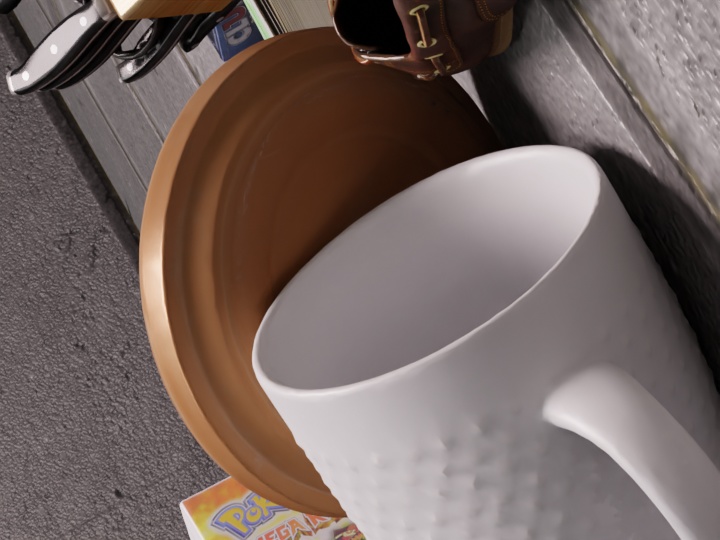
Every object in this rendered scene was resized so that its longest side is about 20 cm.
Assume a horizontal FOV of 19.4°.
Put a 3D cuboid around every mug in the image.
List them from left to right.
[{"bbox_3d":[0.076,0.070,0.771,0.176,0.147,0.200,58,163,-22],"label":"mug"}]

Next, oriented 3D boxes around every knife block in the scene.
[{"bbox_3d":[-0.084,-0.148,0.885,0.064,0.175,0.200,59,171,10],"label":"knife block"}]

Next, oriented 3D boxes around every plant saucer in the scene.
[{"bbox_3d":[0.000,0.000,0.861,0.032,0.200,0.201,-4,117,50],"label":"plant saucer"}]

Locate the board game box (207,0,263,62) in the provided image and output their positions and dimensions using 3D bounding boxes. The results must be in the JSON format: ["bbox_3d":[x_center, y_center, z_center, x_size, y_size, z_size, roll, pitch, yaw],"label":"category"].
[{"bbox_3d":[-0.108,-0.227,1.238,0.136,0.034,0.200,58,170,22],"label":"board game box"}]

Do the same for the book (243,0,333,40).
[{"bbox_3d":[-0.013,-0.094,1.096,0.201,0.048,0.134,62,175,-13],"label":"book"}]

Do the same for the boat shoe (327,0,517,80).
[{"bbox_3d":[0.020,-0.107,0.774,0.071,0.070,0.200,60,172,4],"label":"boat shoe"}]

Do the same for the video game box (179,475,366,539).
[{"bbox_3d":[0.047,0.133,0.931,0.182,0.199,0.047,54,165,37],"label":"video game box"}]
